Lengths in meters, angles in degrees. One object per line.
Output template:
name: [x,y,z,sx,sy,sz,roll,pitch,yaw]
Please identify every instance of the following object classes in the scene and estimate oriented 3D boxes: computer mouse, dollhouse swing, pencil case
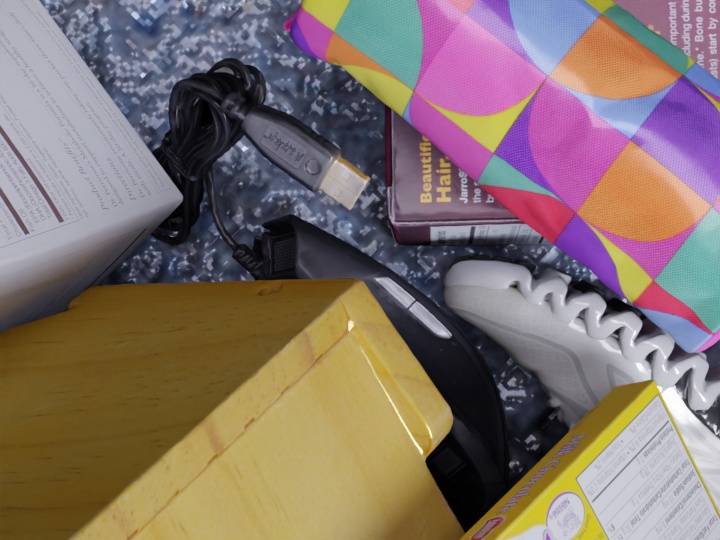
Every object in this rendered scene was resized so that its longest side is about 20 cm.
computer mouse: [0.000,0.000,0.766,0.200,0.140,0.046,44,62,9]
dollhouse swing: [-0.065,0.124,0.676,0.182,0.200,0.176,-2,117,35]
pencil case: [0.069,-0.058,0.704,0.200,0.088,0.088,39,87,8]

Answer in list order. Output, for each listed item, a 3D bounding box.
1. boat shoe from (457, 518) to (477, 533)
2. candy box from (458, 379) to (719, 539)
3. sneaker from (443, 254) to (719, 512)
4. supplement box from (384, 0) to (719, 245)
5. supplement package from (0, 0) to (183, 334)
boat shoe: [0.020,0.132,0.779,0.200,0.076,0.074,10,89,12]
candy box: [0.064,0.129,0.675,0.200,0.026,0.102,-37,107,-42]
sneaker: [0.112,0.062,0.781,0.200,0.075,0.081,33,95,7]
supplement box: [0.110,-0.069,0.786,0.200,0.086,0.110,-1,84,3]
supplement package: [-0.181,-0.017,0.725,0.114,0.200,0.110,-41,81,31]
